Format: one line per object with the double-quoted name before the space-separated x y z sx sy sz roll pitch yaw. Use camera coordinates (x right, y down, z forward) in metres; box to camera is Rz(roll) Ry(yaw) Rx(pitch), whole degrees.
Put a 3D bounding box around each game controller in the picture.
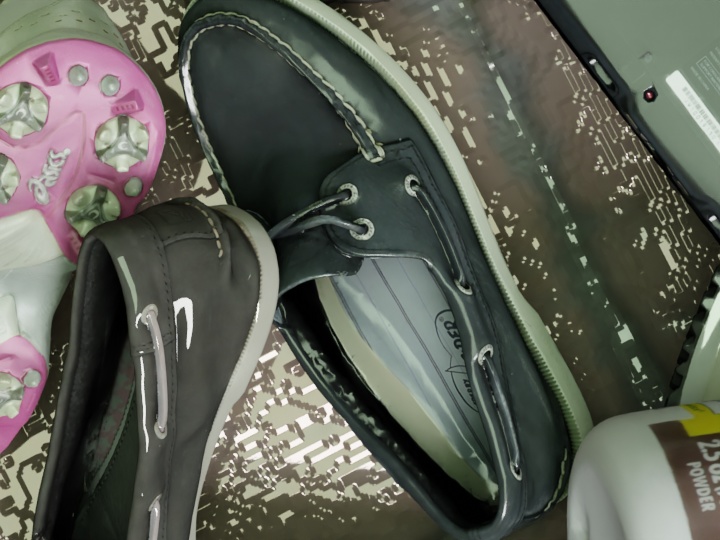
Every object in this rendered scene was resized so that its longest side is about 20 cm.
"game controller" 0.129 -0.066 0.880 0.104 0.042 0.200 -37 93 8

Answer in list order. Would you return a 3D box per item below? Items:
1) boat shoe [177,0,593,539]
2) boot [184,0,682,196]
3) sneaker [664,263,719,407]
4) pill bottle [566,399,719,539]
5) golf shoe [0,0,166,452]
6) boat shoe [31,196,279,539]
"boat shoe" -0.002 0.001 0.914 0.074 0.066 0.200 -23 102 34
"boot" 0.029 -0.101 0.939 0.173 0.069 0.201 -14 89 8
"sneaker" 0.165 -0.004 0.925 0.093 0.070 0.201 24 88 7
"pill bottle" 0.168 0.084 0.869 0.199 0.109 0.110 -8 90 -10
"golf shoe" -0.129 -0.004 0.937 0.075 0.092 0.200 27 113 -26
"boat shoe" -0.080 0.071 0.910 0.057 0.067 0.201 -2 115 -41
